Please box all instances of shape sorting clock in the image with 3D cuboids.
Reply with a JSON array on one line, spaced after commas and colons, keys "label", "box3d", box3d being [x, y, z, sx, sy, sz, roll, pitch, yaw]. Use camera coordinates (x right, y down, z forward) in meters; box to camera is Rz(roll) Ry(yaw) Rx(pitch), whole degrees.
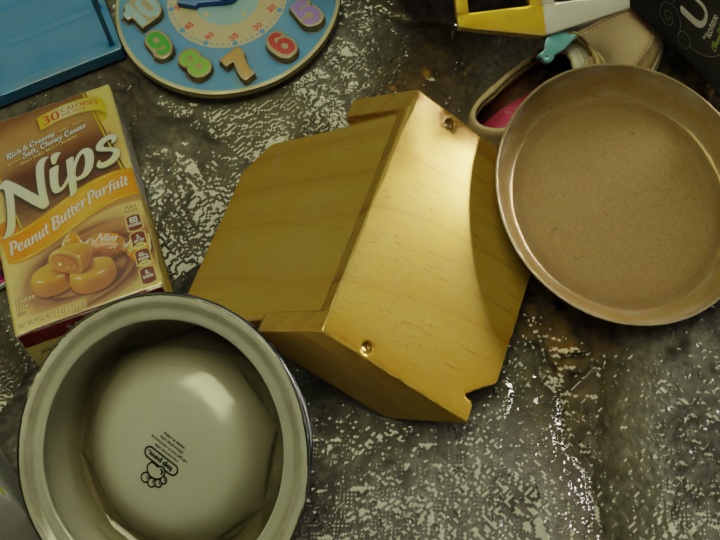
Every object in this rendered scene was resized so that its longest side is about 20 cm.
[{"label": "shape sorting clock", "box3d": [-0.114, -0.235, 1.092, 0.196, 0.039, 0.203, -4, 59, 6]}]

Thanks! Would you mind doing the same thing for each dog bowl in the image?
[{"label": "dog bowl", "box3d": [-0.118, 0.116, 0.828, 0.196, 0.074, 0.204, 0, 89, 12]}]

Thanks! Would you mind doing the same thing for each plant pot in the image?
[{"label": "plant pot", "box3d": [0.191, -0.054, 0.922, 0.196, 0.028, 0.204, 3, 71, -8]}]

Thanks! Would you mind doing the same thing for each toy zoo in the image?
[{"label": "toy zoo", "box3d": [0.128, -0.255, 0.939, 0.129, 0.020, 0.204, -5, 92, 2]}]

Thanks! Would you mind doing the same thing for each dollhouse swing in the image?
[{"label": "dollhouse swing", "box3d": [0.000, 0.000, 0.942, 0.181, 0.175, 0.202, 33, 61, -22]}]

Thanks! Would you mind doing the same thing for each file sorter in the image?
[{"label": "file sorter", "box3d": [-0.308, -0.266, 1.090, 0.137, 0.123, 0.202, -22, 60, -5]}]

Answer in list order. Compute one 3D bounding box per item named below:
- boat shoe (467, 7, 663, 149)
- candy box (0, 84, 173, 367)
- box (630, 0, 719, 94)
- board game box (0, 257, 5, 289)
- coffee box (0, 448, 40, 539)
[{"label": "boat shoe", "box3d": [0.160, -0.146, 0.983, 0.199, 0.070, 0.074, -40, 62, -15]}, {"label": "candy box", "box3d": [-0.220, -0.038, 0.982, 0.114, 0.056, 0.202, -19, 59, -3]}, {"label": "box", "box3d": [0.324, -0.254, 0.959, 0.198, 0.150, 0.125, -24, 58, -21]}, {"label": "board game box", "box3d": [-0.402, -0.015, 1.013, 0.198, 0.026, 0.201, -33, 61, -12]}, {"label": "coffee box", "box3d": [-0.349, 0.133, 0.817, 0.198, 0.199, 0.200, -35, 59, -12]}]
